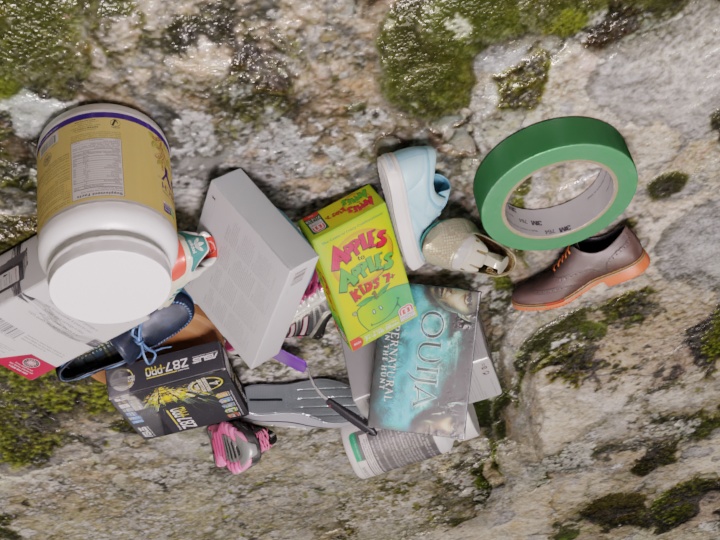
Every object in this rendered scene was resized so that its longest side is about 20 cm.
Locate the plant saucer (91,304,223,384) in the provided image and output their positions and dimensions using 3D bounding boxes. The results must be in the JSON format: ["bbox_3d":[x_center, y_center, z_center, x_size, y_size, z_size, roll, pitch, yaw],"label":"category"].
[{"bbox_3d":[-0.286,0.109,1.595,0.199,0.032,0.201,-8,144,-6],"label":"plant saucer"}]

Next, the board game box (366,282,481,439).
[{"bbox_3d":[0.086,0.119,1.567,0.134,0.201,0.028,6,-179,8],"label":"board game box"}]

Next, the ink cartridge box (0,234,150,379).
[{"bbox_3d":[-0.379,0.037,1.427,0.199,0.084,0.145,-27,141,18],"label":"ink cartridge box"}]

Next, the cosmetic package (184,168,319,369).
[{"bbox_3d":[-0.137,0.001,1.393,0.052,0.151,0.200,-30,158,-37],"label":"cosmetic package"}]

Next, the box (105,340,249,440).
[{"bbox_3d":[-0.249,0.169,1.611,0.160,0.049,0.200,-12,155,-2],"label":"box"}]

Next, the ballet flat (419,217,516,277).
[{"bbox_3d":[0.144,-0.025,1.465,0.200,0.062,0.068,4,115,-60],"label":"ballet flat"}]

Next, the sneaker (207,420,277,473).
[{"bbox_3d":[-0.168,0.255,1.748,0.095,0.079,0.200,-8,180,-19],"label":"sneaker"}]

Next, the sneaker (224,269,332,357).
[{"bbox_3d":[-0.091,0.066,1.556,0.200,0.074,0.087,-34,133,19],"label":"sneaker"}]

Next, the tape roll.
[{"bbox_3d":[0.242,-0.104,1.451,0.199,0.048,0.201,-7,143,-6],"label":"tape roll"}]

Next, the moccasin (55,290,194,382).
[{"bbox_3d":[-0.299,0.095,1.493,0.199,0.068,0.081,-30,117,12],"label":"moccasin"}]

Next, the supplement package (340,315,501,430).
[{"bbox_3d":[0.086,0.131,1.659,0.199,0.117,0.117,-17,146,7],"label":"supplement package"}]

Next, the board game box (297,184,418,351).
[{"bbox_3d":[0.000,0.000,1.463,0.101,0.048,0.201,-28,133,-10],"label":"board game box"}]

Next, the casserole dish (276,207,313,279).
[{"bbox_3d":[-0.112,-0.002,1.435,0.039,0.121,0.200,-29,161,-36],"label":"casserole dish"}]

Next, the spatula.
[{"bbox_3d":[-0.054,0.170,1.649,0.021,0.200,0.057,-46,171,-21],"label":"spatula"}]

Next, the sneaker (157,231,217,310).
[{"bbox_3d":[-0.214,-0.004,1.386,0.093,0.071,0.200,-18,173,-8],"label":"sneaker"}]

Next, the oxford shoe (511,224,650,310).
[{"bbox_3d":[0.291,-0.005,1.598,0.199,0.071,0.073,-24,114,20],"label":"oxford shoe"}]

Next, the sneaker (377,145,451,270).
[{"bbox_3d":[0.076,-0.074,1.420,0.082,0.074,0.200,-18,146,-3],"label":"sneaker"}]

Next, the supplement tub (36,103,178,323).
[{"bbox_3d":[-0.268,-0.060,1.231,0.145,0.201,0.146,-8,144,-6],"label":"supplement tub"}]

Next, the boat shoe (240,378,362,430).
[{"bbox_3d":[-0.090,0.203,1.757,0.199,0.074,0.067,7,156,-8],"label":"boat shoe"}]

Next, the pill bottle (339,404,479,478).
[{"bbox_3d":[0.077,0.242,1.807,0.199,0.114,0.113,-19,143,10],"label":"pill bottle"}]
